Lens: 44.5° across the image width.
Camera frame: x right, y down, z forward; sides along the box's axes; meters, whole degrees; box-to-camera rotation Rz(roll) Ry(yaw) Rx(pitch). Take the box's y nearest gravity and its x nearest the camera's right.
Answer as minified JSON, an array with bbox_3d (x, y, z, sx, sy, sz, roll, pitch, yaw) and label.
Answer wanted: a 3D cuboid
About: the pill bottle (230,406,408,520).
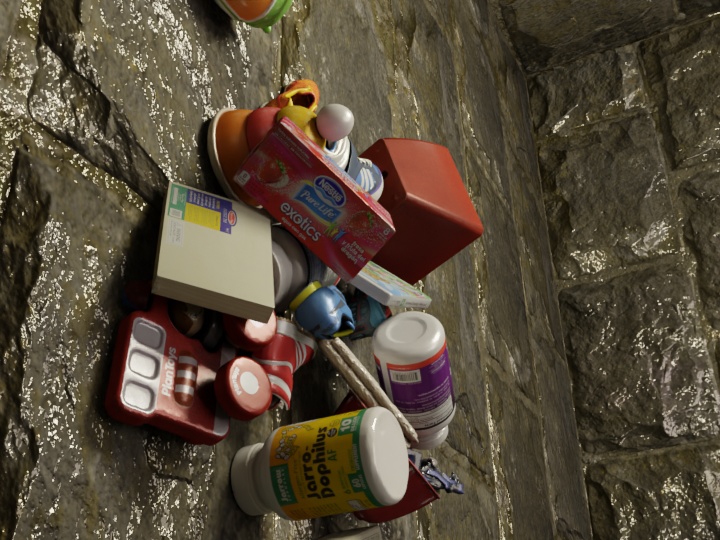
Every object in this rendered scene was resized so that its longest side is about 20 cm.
[{"bbox_3d":[-0.051,0.236,1.053,0.113,0.197,0.114,46,36,-50],"label":"pill bottle"}]

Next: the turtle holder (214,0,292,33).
[{"bbox_3d":[-0.166,-0.456,1.288,0.131,0.139,0.189,9,77,-48],"label":"turtle holder"}]

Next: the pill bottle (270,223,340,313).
[{"bbox_3d":[-0.106,-0.006,1.184,0.200,0.112,0.116,-21,96,-67],"label":"pill bottle"}]

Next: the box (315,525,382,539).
[{"bbox_3d":[-0.038,0.399,1.146,0.199,0.077,0.097,16,62,-65],"label":"box"}]

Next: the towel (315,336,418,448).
[{"bbox_3d":[0.007,0.166,1.251,0.201,0.034,0.133,51,-7,-2],"label":"towel"}]

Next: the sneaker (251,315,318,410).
[{"bbox_3d":[-0.107,0.131,1.159,0.200,0.070,0.115,56,42,-73],"label":"sneaker"}]

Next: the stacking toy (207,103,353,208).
[{"bbox_3d":[-0.095,-0.174,1.199,0.146,0.197,0.148,46,36,-50],"label":"stacking toy"}]

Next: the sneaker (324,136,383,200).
[{"bbox_3d":[-0.022,-0.168,1.318,0.200,0.079,0.149,-52,141,-54],"label":"sneaker"}]

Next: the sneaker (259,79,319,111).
[{"bbox_3d":[-0.095,-0.267,1.420,0.074,0.076,0.201,65,23,-19],"label":"sneaker"}]

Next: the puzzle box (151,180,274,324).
[{"bbox_3d":[-0.165,-0.025,1.002,0.131,0.026,0.201,16,31,-18],"label":"puzzle box"}]

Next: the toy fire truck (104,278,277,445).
[{"bbox_3d":[-0.189,0.086,0.959,0.167,0.111,0.203,30,46,-36],"label":"toy fire truck"}]

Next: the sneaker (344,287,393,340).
[{"bbox_3d":[-0.006,0.066,1.433,0.080,0.094,0.200,62,-2,-6],"label":"sneaker"}]

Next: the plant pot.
[{"bbox_3d":[0.062,-0.113,1.525,0.175,0.199,0.202,22,40,-49],"label":"plant pot"}]

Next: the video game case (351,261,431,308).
[{"bbox_3d":[0.000,0.000,1.375,0.022,0.198,0.181,-61,157,8],"label":"video game case"}]

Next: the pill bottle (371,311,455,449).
[{"bbox_3d":[0.085,0.172,1.341,0.113,0.110,0.203,-70,154,-54],"label":"pill bottle"}]

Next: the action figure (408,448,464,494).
[{"bbox_3d":[0.074,0.313,1.442,0.199,0.104,0.196,33,47,-24],"label":"action figure"}]

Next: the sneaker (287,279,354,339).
[{"bbox_3d":[-0.043,0.064,1.175,0.079,0.066,0.200,46,1,7],"label":"sneaker"}]

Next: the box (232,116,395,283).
[{"bbox_3d":[-0.057,-0.093,1.120,0.200,0.096,0.100,42,10,-11],"label":"box"}]

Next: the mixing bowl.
[{"bbox_3d":[0.010,0.280,1.242,0.201,0.108,0.200,48,-7,8],"label":"mixing bowl"}]
